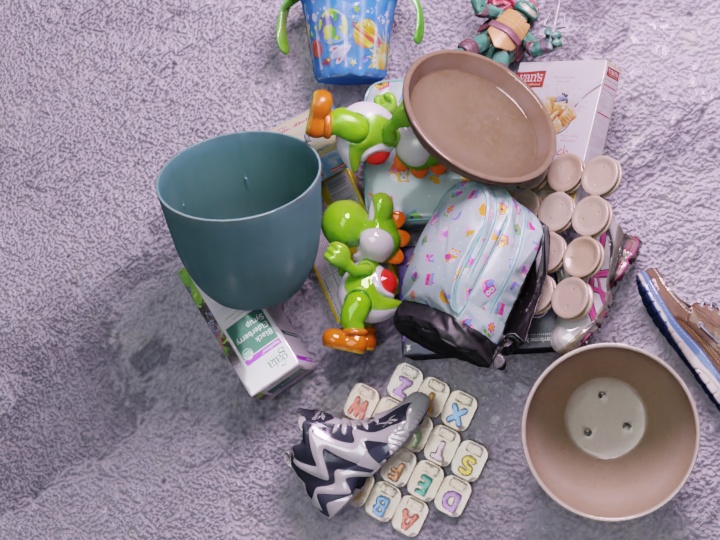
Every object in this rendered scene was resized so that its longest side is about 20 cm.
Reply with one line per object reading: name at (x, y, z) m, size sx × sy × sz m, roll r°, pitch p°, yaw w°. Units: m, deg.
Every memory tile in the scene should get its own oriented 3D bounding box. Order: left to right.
memory tile at (0.230, -0.044, 1.502) m, size 0.153 × 0.017 × 0.201 m, roll 7°, pitch 78°, yaw 44°

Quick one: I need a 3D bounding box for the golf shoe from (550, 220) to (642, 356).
golf shoe at (0.264, 0.017, 1.525) m, size 0.092 × 0.073 × 0.201 m, roll 33°, pitch 56°, yaw -2°

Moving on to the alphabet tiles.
alphabet tiles at (0.060, 0.228, 1.613) m, size 0.199 × 0.015 × 0.197 m, roll 26°, pitch 89°, yaw 16°

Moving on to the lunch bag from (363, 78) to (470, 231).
lunch bag at (0.085, -0.147, 1.630) m, size 0.159 × 0.077 × 0.202 m, roll -3°, pitch 81°, yaw 12°

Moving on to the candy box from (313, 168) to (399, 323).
candy box at (-0.024, -0.041, 1.664) m, size 0.102 × 0.026 × 0.201 m, roll -28°, pitch 76°, yaw 18°

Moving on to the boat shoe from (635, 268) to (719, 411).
boat shoe at (0.410, 0.074, 1.524) m, size 0.072 × 0.072 × 0.201 m, roll -34°, pitch 85°, yaw 2°

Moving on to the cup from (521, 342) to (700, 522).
cup at (0.291, 0.182, 1.487) m, size 0.199 × 0.143 × 0.202 m, roll 0°, pitch 90°, yaw 9°

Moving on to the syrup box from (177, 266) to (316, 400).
syrup box at (-0.148, 0.066, 1.656) m, size 0.079 × 0.081 × 0.201 m, roll -35°, pitch 74°, yaw 8°

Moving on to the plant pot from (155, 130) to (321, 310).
plant pot at (-0.138, -0.050, 1.542) m, size 0.199 × 0.201 × 0.162 m, roll 5°, pitch 127°, yaw 15°

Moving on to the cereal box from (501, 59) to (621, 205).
cereal box at (0.239, -0.163, 1.579) m, size 0.143 × 0.039 × 0.201 m, roll 8°, pitch 82°, yaw 48°

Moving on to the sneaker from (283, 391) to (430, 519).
sneaker at (-0.016, 0.199, 1.587) m, size 0.130 × 0.079 × 0.199 m, roll 44°, pitch 104°, yaw 8°

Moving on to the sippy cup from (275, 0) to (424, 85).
sippy cup at (-0.014, -0.313, 1.660) m, size 0.177 × 0.139 × 0.131 m, roll 0°, pitch 93°, yaw 53°

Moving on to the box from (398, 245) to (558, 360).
box at (0.152, 0.036, 1.587) m, size 0.198 × 0.079 × 0.142 m, roll -5°, pitch 83°, yaw 14°

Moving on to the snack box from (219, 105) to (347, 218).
snack box at (-0.111, -0.140, 1.670) m, size 0.199 × 0.037 × 0.117 m, roll -26°, pitch 41°, yaw 10°

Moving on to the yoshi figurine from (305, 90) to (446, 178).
yoshi figurine at (0.038, -0.189, 1.543) m, size 0.199 × 0.112 × 0.113 m, roll 13°, pitch 58°, yaw -3°

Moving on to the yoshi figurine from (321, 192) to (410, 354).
yoshi figurine at (-0.014, -0.003, 1.574) m, size 0.112 × 0.111 × 0.202 m, roll 13°, pitch 92°, yaw 54°

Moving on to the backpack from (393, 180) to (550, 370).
backpack at (0.131, -0.001, 1.470) m, size 0.166 × 0.126 × 0.201 m, roll 17°, pitch 77°, yaw 53°

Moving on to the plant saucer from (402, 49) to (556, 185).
plant saucer at (0.136, -0.175, 1.477) m, size 0.199 × 0.030 × 0.201 m, roll 13°, pitch 51°, yaw -17°

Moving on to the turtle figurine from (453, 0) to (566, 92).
turtle figurine at (0.186, -0.304, 1.607) m, size 0.149 × 0.101 × 0.200 m, roll 30°, pitch 65°, yaw 14°
